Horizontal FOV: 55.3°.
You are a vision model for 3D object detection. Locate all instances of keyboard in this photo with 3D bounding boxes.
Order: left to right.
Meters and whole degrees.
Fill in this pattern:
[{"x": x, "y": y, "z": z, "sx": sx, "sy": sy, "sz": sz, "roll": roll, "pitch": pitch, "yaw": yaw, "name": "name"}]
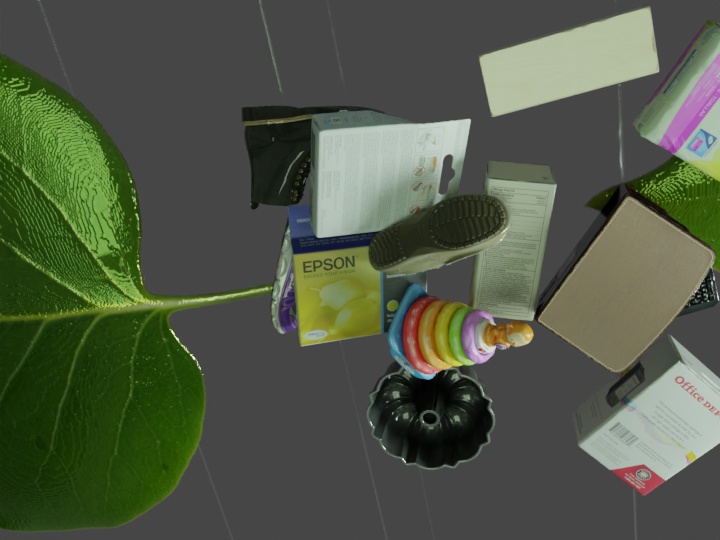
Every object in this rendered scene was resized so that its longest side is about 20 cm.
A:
[{"x": 0.399, "y": 0.041, "z": 0.974, "sx": 0.198, "sy": 0.040, "sz": 0.105, "roll": -20, "pitch": 112, "yaw": 17, "name": "keyboard"}]

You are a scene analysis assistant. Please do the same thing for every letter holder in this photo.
[{"x": 0.347, "y": 0.013, "z": 0.908, "sx": 0.141, "sy": 0.101, "sz": 0.201, "roll": 34, "pitch": 111, "yaw": 7, "name": "letter holder"}]

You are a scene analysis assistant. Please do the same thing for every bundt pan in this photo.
[{"x": 0.111, "y": 0.210, "z": 1.081, "sx": 0.199, "sy": 0.076, "sz": 0.205, "roll": 4, "pitch": 116, "yaw": 8, "name": "bundt pan"}]

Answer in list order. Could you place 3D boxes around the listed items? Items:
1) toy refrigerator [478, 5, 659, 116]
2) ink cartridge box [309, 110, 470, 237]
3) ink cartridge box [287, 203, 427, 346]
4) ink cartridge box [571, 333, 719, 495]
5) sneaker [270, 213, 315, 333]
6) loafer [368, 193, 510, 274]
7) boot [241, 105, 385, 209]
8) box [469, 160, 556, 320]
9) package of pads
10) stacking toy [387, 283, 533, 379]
[{"x": 0.249, "y": -0.254, "z": 0.840, "sx": 0.197, "sy": 0.070, "sz": 0.077, "roll": -13, "pitch": 106, "yaw": 14, "name": "toy refrigerator"}, {"x": 0.033, "y": -0.128, "z": 0.893, "sx": 0.197, "sy": 0.048, "sz": 0.162, "roll": -8, "pitch": 132, "yaw": -15, "name": "ink cartridge box"}, {"x": 0.000, "y": 0.000, "z": 0.983, "sx": 0.194, "sy": 0.047, "sz": 0.203, "roll": -7, "pitch": 118, "yaw": -10, "name": "ink cartridge box"}, {"x": 0.440, "y": 0.218, "z": 1.027, "sx": 0.147, "sy": 0.086, "sz": 0.200, "roll": 38, "pitch": 114, "yaw": -9, "name": "ink cartridge box"}, {"x": -0.085, "y": 0.009, "z": 1.017, "sx": 0.082, "sy": 0.081, "sz": 0.202, "roll": 13, "pitch": 117, "yaw": -5, "name": "sneaker"}, {"x": 0.106, "y": -0.044, "z": 0.906, "sx": 0.198, "sy": 0.068, "sz": 0.077, "roll": -15, "pitch": 71, "yaw": 27, "name": "loafer"}, {"x": -0.062, "y": -0.150, "z": 0.924, "sx": 0.197, "sy": 0.077, "sz": 0.141, "roll": 5, "pitch": 104, "yaw": 22, "name": "boot"}, {"x": 0.205, "y": -0.040, "z": 0.944, "sx": 0.093, "sy": 0.078, "sz": 0.203, "roll": 7, "pitch": 117, "yaw": 6, "name": "box"}, {"x": 0.463, "y": -0.191, "z": 0.836, "sx": 0.198, "sy": 0.068, "sz": 0.155, "roll": 28, "pitch": 118, "yaw": -6, "name": "package of pads"}, {"x": 0.143, "y": 0.086, "z": 0.917, "sx": 0.198, "sy": 0.111, "sz": 0.116, "roll": -4, "pitch": 141, "yaw": 46, "name": "stacking toy"}]
